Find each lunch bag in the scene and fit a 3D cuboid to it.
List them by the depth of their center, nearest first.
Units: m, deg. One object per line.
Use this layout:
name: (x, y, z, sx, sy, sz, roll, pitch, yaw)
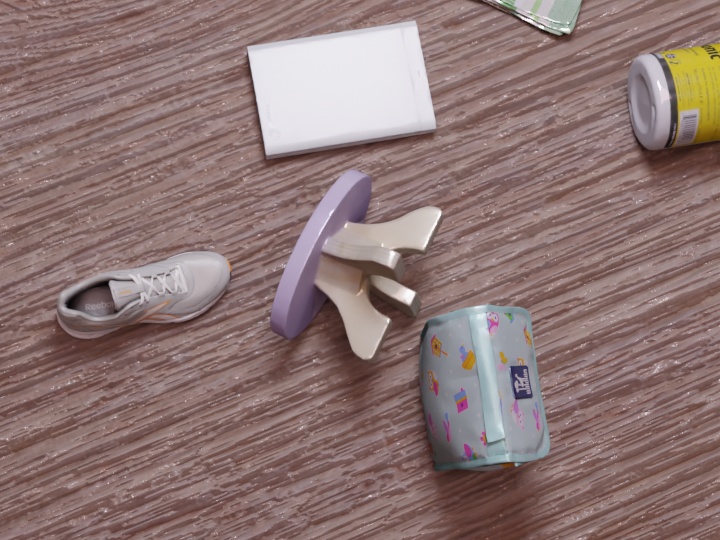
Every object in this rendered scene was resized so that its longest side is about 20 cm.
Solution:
lunch bag: (0.129, 0.127, 1.408, 0.122, 0.200, 0.171, -6, 81, -5)

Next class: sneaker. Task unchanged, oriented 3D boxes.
sneaker: (-0.237, 0.026, 1.451, 0.200, 0.092, 0.076, -18, 84, -7)

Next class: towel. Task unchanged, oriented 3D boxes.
towel: (0.183, -0.381, 1.579, 0.200, 0.023, 0.153, 23, 80, 0)

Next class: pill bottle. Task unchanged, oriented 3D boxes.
pill bottle: (0.418, -0.206, 1.525, 0.200, 0.111, 0.112, -8, 82, -6)

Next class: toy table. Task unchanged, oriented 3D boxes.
toy table: (0.000, 0.000, 1.443, 0.117, 0.184, 0.200, 23, 89, 17)

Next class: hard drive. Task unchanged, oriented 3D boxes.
hard drive: (-0.022, -0.210, 1.536, 0.200, 0.026, 0.132, -10, 82, -6)
